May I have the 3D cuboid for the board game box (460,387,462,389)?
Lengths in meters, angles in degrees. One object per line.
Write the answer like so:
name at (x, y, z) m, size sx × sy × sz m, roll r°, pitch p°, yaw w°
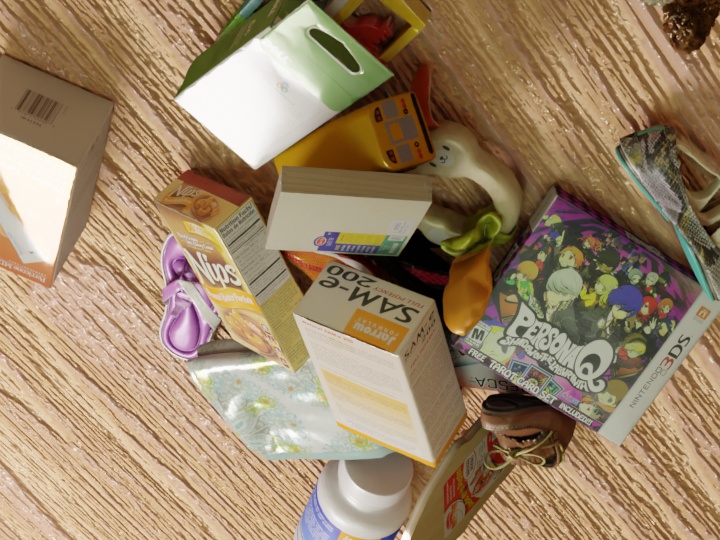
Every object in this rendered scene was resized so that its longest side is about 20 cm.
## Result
board game box at (0.000, 0.119, 1.842) m, size 0.198 × 0.028 × 0.136 m, roll 25°, pitch 140°, yaw -3°

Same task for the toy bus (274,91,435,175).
toy bus at (-0.012, -0.103, 1.533) m, size 0.199 × 0.078 × 0.066 m, roll -18°, pitch 93°, yaw 54°

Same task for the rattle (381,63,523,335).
rattle at (0.063, -0.065, 1.541) m, size 0.129 × 0.143 × 0.201 m, roll 18°, pitch 149°, yaw 33°

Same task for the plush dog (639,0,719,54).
plush dog at (0.220, -0.260, 1.231) m, size 0.200 × 0.173 × 0.160 m, roll 39°, pitch 136°, yaw -18°

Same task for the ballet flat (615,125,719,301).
ballet flat at (0.300, -0.053, 1.505) m, size 0.072 × 0.072 × 0.201 m, roll -14°, pitch 129°, yaw 34°

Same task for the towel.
towel at (-0.072, 0.140, 1.837) m, size 0.198 × 0.048 × 0.172 m, roll -7°, pitch 134°, yaw 31°

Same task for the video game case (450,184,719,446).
video game case at (0.215, 0.045, 1.604) m, size 0.199 × 0.036 × 0.182 m, roll 31°, pitch 108°, yaw -10°

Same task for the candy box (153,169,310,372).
candy box at (-0.120, 0.001, 1.711) m, size 0.115 × 0.055 × 0.201 m, roll 24°, pitch 149°, yaw 47°

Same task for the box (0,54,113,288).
box at (-0.336, -0.097, 1.707) m, size 0.123 × 0.098 × 0.201 m, roll 23°, pitch 139°, yaw -1°

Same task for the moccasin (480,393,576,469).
moccasin at (0.167, 0.169, 1.718) m, size 0.073 × 0.079 × 0.201 m, roll 7°, pitch 171°, yaw 18°

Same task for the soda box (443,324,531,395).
soda box at (0.144, 0.079, 1.710) m, size 0.198 × 0.064 × 0.069 m, roll 5°, pitch 137°, yaw 18°

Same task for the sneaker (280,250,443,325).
sneaker at (0.000, 0.000, 1.695) m, size 0.199 × 0.073 × 0.077 m, roll 35°, pitch 147°, yaw -1°

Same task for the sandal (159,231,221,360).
sandal at (-0.182, 0.037, 1.818) m, size 0.082 × 0.050 × 0.204 m, roll 16°, pitch 138°, yaw 7°

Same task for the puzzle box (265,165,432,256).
puzzle box at (-0.015, -0.051, 1.520) m, size 0.132 × 0.026 × 0.200 m, roll 3°, pitch 167°, yaw -7°

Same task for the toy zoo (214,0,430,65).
toy zoo at (-0.028, -0.223, 1.495) m, size 0.131 × 0.021 × 0.200 m, roll 36°, pitch 138°, yaw -15°

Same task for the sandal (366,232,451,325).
sandal at (0.067, -0.007, 1.650) m, size 0.199 × 0.075 × 0.045 m, roll 36°, pitch 126°, yaw -12°

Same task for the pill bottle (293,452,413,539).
pill bottle at (-0.004, 0.275, 1.947) m, size 0.111 × 0.113 × 0.201 m, roll 22°, pitch 140°, yaw 0°

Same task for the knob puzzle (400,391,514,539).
knob puzzle at (0.096, 0.226, 1.783) m, size 0.030 × 0.219 × 0.221 m, roll 33°, pitch 144°, yaw 23°

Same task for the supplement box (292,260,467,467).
supplement box at (0.023, 0.093, 1.662) m, size 0.125 × 0.074 × 0.201 m, roll 21°, pitch 150°, yaw 28°

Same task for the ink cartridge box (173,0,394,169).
ink cartridge box at (-0.063, -0.179, 1.496) m, size 0.104 × 0.060 × 0.199 m, roll 41°, pitch 136°, yaw -21°
